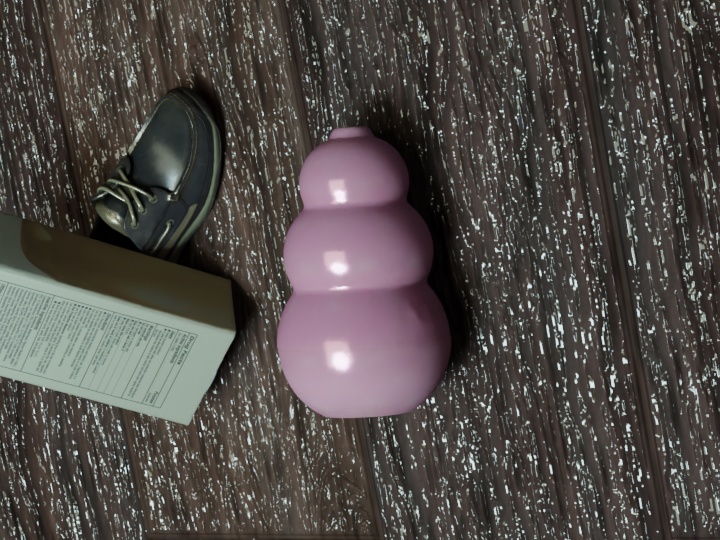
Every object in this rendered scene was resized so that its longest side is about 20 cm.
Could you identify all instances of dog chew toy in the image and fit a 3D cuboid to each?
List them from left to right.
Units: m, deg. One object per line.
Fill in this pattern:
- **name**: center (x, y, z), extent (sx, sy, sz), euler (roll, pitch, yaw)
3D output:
- **dog chew toy**: center (0.000, 0.000, 1.377), extent (0.124, 0.124, 0.202), euler (-2, 92, 37)

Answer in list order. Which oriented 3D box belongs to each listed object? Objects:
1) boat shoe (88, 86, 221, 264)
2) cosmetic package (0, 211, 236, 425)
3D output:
- **boat shoe**: center (-0.167, -0.046, 1.515), extent (0.074, 0.073, 0.201), euler (34, 120, 25)
- **cosmetic package**: center (-0.205, 0.037, 1.489), extent (0.106, 0.198, 0.071), euler (-59, 25, 31)
